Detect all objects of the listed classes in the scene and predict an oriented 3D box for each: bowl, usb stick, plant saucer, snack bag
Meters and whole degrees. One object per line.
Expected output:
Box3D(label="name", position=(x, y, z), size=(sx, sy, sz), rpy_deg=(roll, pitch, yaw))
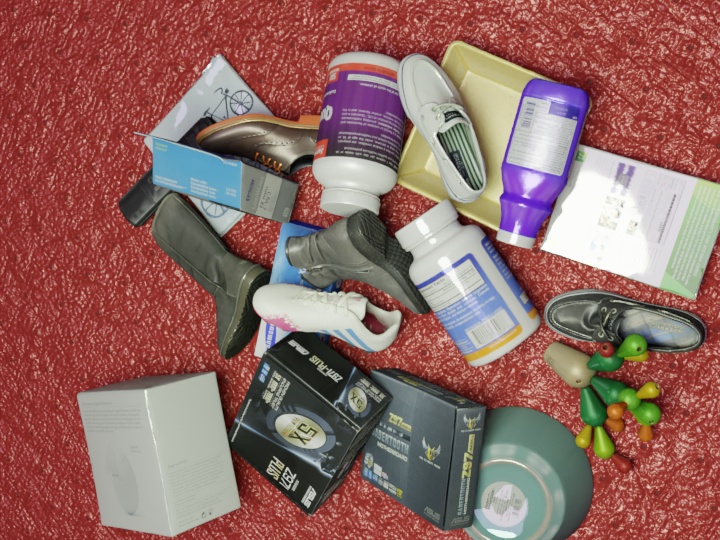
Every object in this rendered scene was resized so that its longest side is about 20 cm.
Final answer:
Box3D(label="bowl", position=(0.197, 0.286, 1.135), size=(0.200, 0.105, 0.201), rpy_deg=(1, 94, 18))
Box3D(label="usb stick", position=(-0.277, -0.142, 1.275), size=(0.200, 0.033, 0.056), rpy_deg=(-42, 74, 16))
Box3D(label="plant saucer", position=(0.171, -0.168, 1.137), size=(0.200, 0.048, 0.200), rpy_deg=(27, 102, 14))
Box3D(label="snack bag", position=(-0.205, -0.182, 1.277), size=(0.189, 0.021, 0.200), rpy_deg=(-44, 81, 16))

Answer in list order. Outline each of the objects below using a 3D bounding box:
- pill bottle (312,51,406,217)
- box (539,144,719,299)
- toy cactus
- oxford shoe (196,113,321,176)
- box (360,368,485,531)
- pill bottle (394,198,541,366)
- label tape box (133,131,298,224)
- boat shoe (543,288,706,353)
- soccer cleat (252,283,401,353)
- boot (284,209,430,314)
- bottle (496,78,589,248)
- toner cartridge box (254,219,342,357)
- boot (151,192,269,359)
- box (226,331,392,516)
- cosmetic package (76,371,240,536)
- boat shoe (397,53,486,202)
Box3D(label="pill bottle", position=(0.000, -0.174, 1.138), size=(0.112, 0.112, 0.201), rpy_deg=(6, 80, 18))
Box3D(label="box", position=(0.343, -0.063, 1.095), size=(0.200, 0.036, 0.145), rpy_deg=(20, 100, 17))
Box3D(label="toy cactus", position=(0.295, 0.150, 1.090), size=(0.165, 0.102, 0.200), rpy_deg=(36, 147, 39))
Box3D(label="oxford shoe", position=(-0.122, -0.167, 1.187), size=(0.199, 0.071, 0.073), rpy_deg=(-4, 75, -4))
Box3D(label="box", position=(0.076, 0.226, 1.141), size=(0.200, 0.051, 0.158), rpy_deg=(16, 102, 56))
Box3D(label="pill bottle", position=(0.132, 0.013, 1.119), size=(0.112, 0.112, 0.200), rpy_deg=(-34, 90, 18))
Box3D(label="label tape box", position=(-0.192, -0.119, 1.152), size=(0.143, 0.200, 0.066), rpy_deg=(17, 93, 23))
Box3D(label="boat shoe", position=(0.328, 0.069, 1.092), size=(0.199, 0.066, 0.070), rpy_deg=(13, 98, 17))
Box3D(label="soccer cleat", position=(-0.039, 0.049, 1.153), size=(0.199, 0.070, 0.086), rpy_deg=(17, 144, -16))
Box3D(label="boot", position=(0.000, 0.000, 1.166), size=(0.131, 0.070, 0.200), rpy_deg=(-19, 130, 31))
Box3D(label="bottle", position=(0.215, -0.128, 1.065), size=(0.083, 0.065, 0.201), rpy_deg=(17, 99, 17))
Box3D(label="toner cartridge box", position=(-0.082, 0.036, 1.241), size=(0.095, 0.043, 0.201), rpy_deg=(15, 99, 18))
Box3D(label="boot", position=(-0.230, 0.009, 1.273), size=(0.200, 0.073, 0.182), rpy_deg=(32, 119, 19))
Box3D(label="box", position=(-0.075, 0.206, 1.190), size=(0.164, 0.086, 0.200), rpy_deg=(38, 128, 14))
Box3D(label="cosmetic package", position=(-0.291, 0.256, 1.252), size=(0.199, 0.123, 0.201), rpy_deg=(-9, 93, 45))
Box3D(label="boat shoe", position=(0.111, -0.183, 1.086), size=(0.073, 0.067, 0.200), rpy_deg=(-28, 93, -13))
